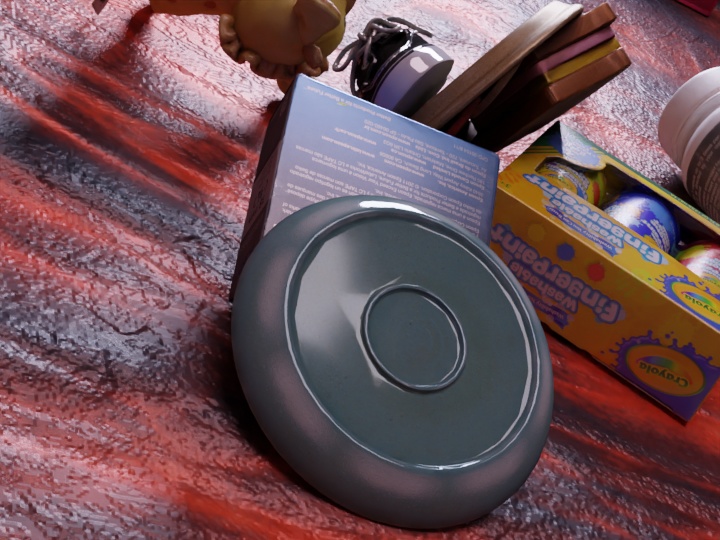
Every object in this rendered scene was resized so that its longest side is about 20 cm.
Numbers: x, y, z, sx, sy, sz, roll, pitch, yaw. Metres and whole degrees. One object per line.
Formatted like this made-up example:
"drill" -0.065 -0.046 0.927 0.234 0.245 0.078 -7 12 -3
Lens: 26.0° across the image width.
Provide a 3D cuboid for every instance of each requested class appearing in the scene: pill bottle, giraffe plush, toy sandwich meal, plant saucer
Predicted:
"pill bottle" 0.339 -0.075 1.300 0.112 0.114 0.201 4 38 -36
"giraffe plush" -0.069 -0.214 1.113 0.162 0.201 0.173 39 7 8
"toy sandwich meal" 0.100 -0.114 1.101 0.070 0.205 0.205 50 31 -1
"plant saucer" 0.026 0.042 0.861 0.198 0.027 0.202 12 59 -21

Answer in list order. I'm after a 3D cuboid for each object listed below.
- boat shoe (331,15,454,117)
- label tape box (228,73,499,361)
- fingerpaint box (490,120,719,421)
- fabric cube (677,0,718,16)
"boat shoe" 0.023 -0.145 1.105 0.068 0.074 0.199 45 11 -1
"label tape box" 0.000 0.000 0.928 0.143 0.063 0.202 20 56 -15
"fingerpaint box" 0.183 -0.008 1.103 0.199 0.074 0.167 34 30 10
"fabric cube" 0.370 -0.453 1.818 0.198 0.200 0.197 24 29 -7
